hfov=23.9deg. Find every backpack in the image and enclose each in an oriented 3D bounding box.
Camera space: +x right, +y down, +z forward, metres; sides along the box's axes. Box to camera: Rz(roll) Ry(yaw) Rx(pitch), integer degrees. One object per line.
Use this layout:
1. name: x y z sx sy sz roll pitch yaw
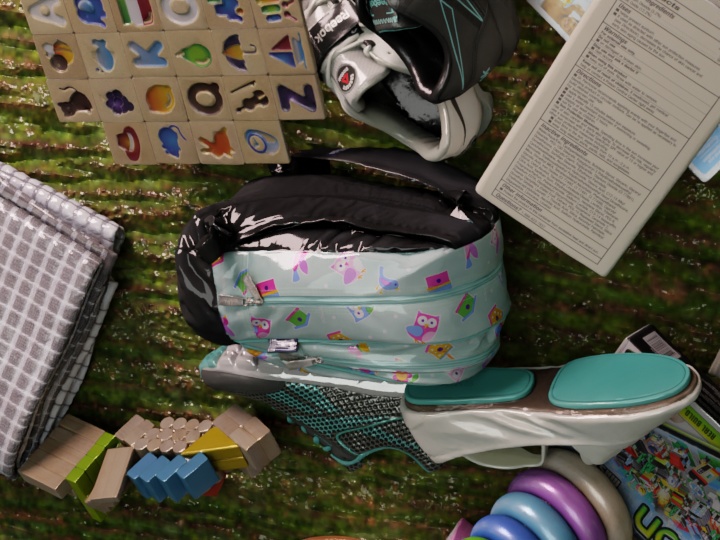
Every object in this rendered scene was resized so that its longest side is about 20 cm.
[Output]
1. backpack: 0.000 0.000 1.100 0.198 0.167 0.128 5 118 22

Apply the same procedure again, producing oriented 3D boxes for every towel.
1. towel: -0.275 0.028 1.240 0.164 0.086 0.202 28 108 12

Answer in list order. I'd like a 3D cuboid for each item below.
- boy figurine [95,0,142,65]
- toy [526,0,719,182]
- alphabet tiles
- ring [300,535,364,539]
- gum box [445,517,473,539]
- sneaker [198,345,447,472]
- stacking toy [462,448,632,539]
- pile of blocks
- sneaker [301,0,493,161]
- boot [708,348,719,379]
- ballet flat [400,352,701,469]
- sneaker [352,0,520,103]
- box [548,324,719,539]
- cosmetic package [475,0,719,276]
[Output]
1. boy figurine: -0.120 -0.180 1.140 0.064 0.123 0.202 43 140 49
2. toy: 0.182 -0.163 1.059 0.200 0.047 0.115 48 113 7
3. alphabet tiles: -0.122 -0.141 1.098 0.198 0.006 0.168 1 126 22
4. ring: -0.012 0.291 1.229 0.198 0.019 0.203 4 101 18
5. gum box: 0.055 0.287 1.160 0.113 0.066 0.201 35 102 5
6. sneaker: -0.019 0.094 1.168 0.198 0.078 0.092 6 106 20
7. stacking toy: 0.078 0.199 1.066 0.085 0.199 0.086 38 148 29
8. pile of blocks: -0.145 0.149 1.220 0.198 0.083 0.062 -6 133 24
9. sneaker: -0.002 -0.146 1.090 0.199 0.089 0.074 39 118 0
10. boot: 0.308 0.102 1.051 0.198 0.073 0.184 25 95 8
11. ballet flat: 0.122 0.092 1.068 0.198 0.069 0.070 -5 98 26
12. sneaker: 0.027 -0.193 1.023 0.075 0.079 0.201 -2 127 54
13. box: 0.221 0.142 1.074 0.200 0.035 0.111 44 127 20
14. cosmetic package: 0.162 -0.105 1.023 0.103 0.073 0.201 34 130 2
